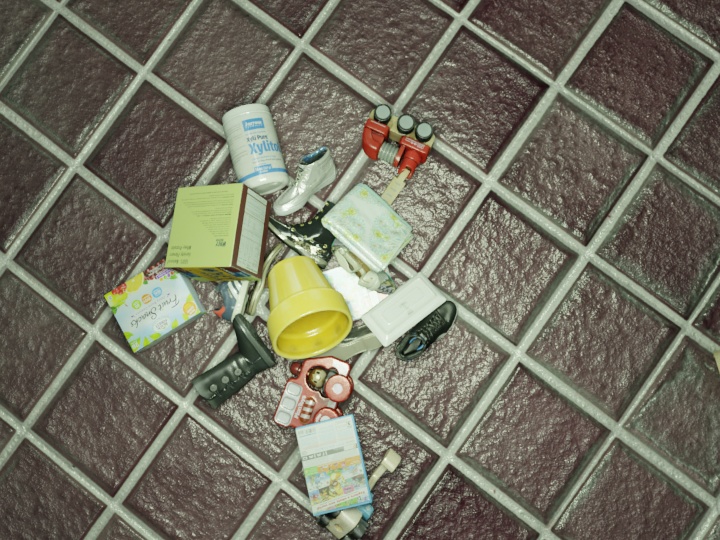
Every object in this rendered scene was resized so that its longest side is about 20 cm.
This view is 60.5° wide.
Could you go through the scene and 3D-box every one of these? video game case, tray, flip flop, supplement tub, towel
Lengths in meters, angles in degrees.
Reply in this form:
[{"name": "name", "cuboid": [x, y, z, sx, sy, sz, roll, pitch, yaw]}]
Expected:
[{"name": "video game case", "cuboid": [-0.063, 0.451, 1.436, 0.141, 0.018, 0.203, -13, 83, 1]}, {"name": "tray", "cuboid": [0.106, 0.090, 1.531, 0.199, 0.022, 0.108, -36, 63, -12]}, {"name": "flip flop", "cuboid": [-0.235, 0.024, 1.567, 0.057, 0.081, 0.203, 21, 88, -13]}, {"name": "supplement tub", "cuboid": [-0.265, -0.300, 1.560, 0.130, 0.132, 0.203, -16, 86, 1]}, {"name": "video game case", "cuboid": [-0.014, 0.053, 1.580, 0.197, 0.017, 0.145, -17, 86, 1]}, {"name": "towel", "cuboid": [0.024, -0.108, 1.529, 0.199, 0.048, 0.171, 41, 49, 2]}]

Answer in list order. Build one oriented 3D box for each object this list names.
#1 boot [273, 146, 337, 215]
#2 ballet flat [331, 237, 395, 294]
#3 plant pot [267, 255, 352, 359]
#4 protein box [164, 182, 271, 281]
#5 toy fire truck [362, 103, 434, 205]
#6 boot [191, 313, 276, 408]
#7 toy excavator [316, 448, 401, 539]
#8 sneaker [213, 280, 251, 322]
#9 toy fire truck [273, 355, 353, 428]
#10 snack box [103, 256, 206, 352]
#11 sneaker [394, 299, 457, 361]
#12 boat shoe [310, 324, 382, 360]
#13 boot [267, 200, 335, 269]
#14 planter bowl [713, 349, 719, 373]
[{"name": "boot", "cuboid": [-0.148, -0.229, 1.544, 0.200, 0.096, 0.073, -42, 54, -18]}, {"name": "ballet flat", "cuboid": [0.000, 0.000, 1.528, 0.200, 0.072, 0.072, 45, 89, -4]}, {"name": "plant pot", "cuboid": [-0.139, 0.078, 1.481, 0.198, 0.201, 0.191, -25, 58, 0]}, {"name": "protein box", "cuboid": [-0.343, -0.088, 1.502, 0.195, 0.135, 0.204, -1, 75, 24]}, {"name": "toy fire truck", "cuboid": [0.074, -0.283, 1.562, 0.174, 0.129, 0.202, 24, 77, 4]}, {"name": "boot", "cuboid": [-0.336, 0.227, 1.542, 0.198, 0.066, 0.166, -33, 105, 2]}, {"name": "toy excavator", "cuboid": [0.005, 0.544, 1.508, 0.099, 0.200, 0.195, 38, 132, 4]}, {"name": "sneaker", "cuboid": [-0.320, 0.028, 1.567, 0.083, 0.075, 0.203, 17, 87, -1]}, {"name": "toy fire truck", "cuboid": [-0.111, 0.305, 1.519, 0.165, 0.112, 0.203, 20, 86, 5]}, {"name": "snack box", "cuboid": [-0.521, 0.086, 1.575, 0.198, 0.068, 0.170, -30, 85, 1]}, {"name": "sneaker", "cuboid": [0.169, 0.153, 1.517, 0.200, 0.112, 0.073, -44, 86, -1]}, {"name": "boat shoe", "cuboid": [-0.032, 0.182, 1.560, 0.197, 0.057, 0.068, -15, 121, 5]}, {"name": "boot", "cuboid": [-0.133, -0.119, 1.572, 0.202, 0.073, 0.155, 36, 85, -1]}, {"name": "planter bowl", "cuboid": [0.919, 0.235, 1.453, 0.133, 0.199, 0.204, -17, 85, 28]}]
